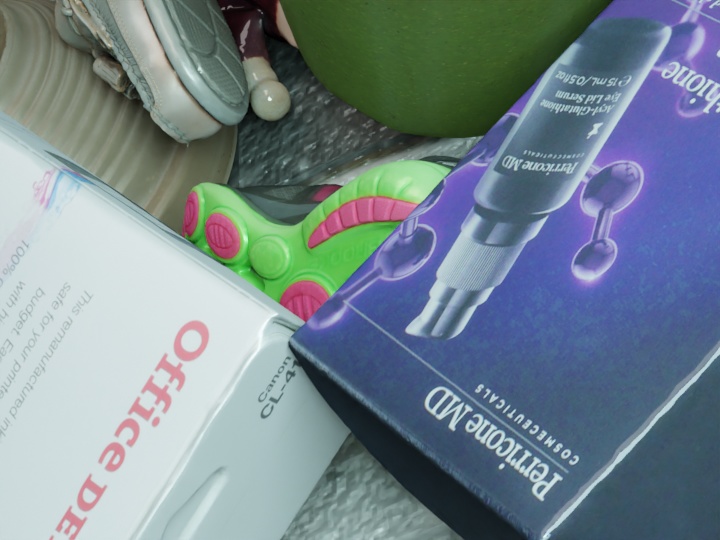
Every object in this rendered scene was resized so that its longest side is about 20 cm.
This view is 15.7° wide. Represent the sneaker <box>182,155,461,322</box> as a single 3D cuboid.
[{"bbox_3d":[0.000,0.000,0.924,0.200,0.083,0.077,-1,93,56],"label":"sneaker"}]

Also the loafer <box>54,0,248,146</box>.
[{"bbox_3d":[-0.098,-0.113,1.048,0.063,0.072,0.201,-33,46,12],"label":"loafer"}]

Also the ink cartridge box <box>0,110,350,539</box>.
[{"bbox_3d":[-0.117,0.038,0.876,0.200,0.086,0.148,34,92,30],"label":"ink cartridge box"}]

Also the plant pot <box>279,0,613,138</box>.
[{"bbox_3d":[0.032,-0.142,0.885,0.199,0.190,0.201,0,66,1],"label":"plant pot"}]

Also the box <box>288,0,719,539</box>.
[{"bbox_3d":[0.103,0.009,0.783,0.200,0.104,0.148,-46,37,-8],"label":"box"}]

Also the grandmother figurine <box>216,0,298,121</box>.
[{"bbox_3d":[-0.017,-0.117,1.060,0.199,0.061,0.121,18,57,46],"label":"grandmother figurine"}]

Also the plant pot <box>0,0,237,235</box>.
[{"bbox_3d":[-0.157,-0.045,1.081,0.200,0.093,0.202,-23,41,22],"label":"plant pot"}]
